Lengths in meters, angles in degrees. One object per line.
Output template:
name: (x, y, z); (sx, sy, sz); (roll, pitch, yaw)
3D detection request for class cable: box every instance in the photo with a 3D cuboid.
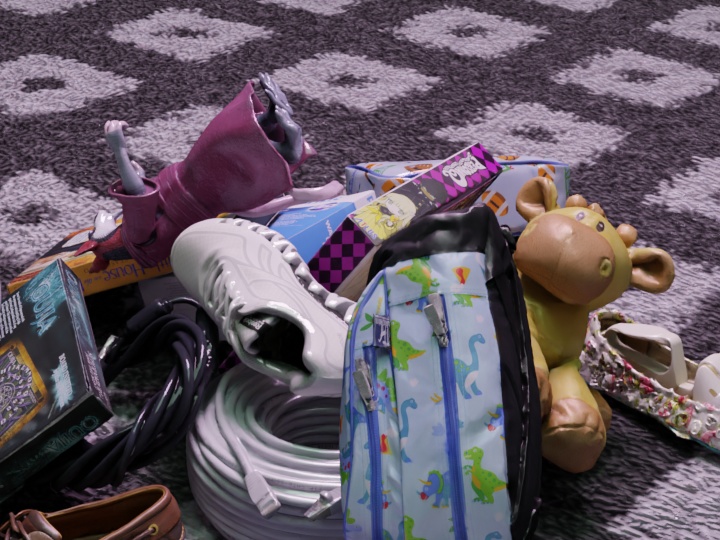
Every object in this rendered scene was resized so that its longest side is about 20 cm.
cable: (-0.171, 0.087, 1.120); (0.163, 0.051, 0.200); (-26, 23, 6)
cable: (-0.019, 0.122, 1.109); (0.199, 0.069, 0.200); (-12, 29, -29)

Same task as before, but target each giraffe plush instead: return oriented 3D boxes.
giraffe plush: (0.134, 0.027, 1.156); (0.172, 0.162, 0.200); (34, 5, -10)

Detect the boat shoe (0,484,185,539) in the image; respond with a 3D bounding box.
boat shoe: (-0.201, 0.175, 0.983); (0.199, 0.068, 0.072); (-11, 29, -25)

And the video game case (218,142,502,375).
video game case: (0.000, 0.000, 1.229); (0.036, 0.200, 0.181); (49, 40, 9)

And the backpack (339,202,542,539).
backpack: (0.049, 0.088, 0.969); (0.153, 0.163, 0.201); (-16, 66, -4)

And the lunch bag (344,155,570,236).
lunch bag: (0.089, -0.066, 1.469); (0.199, 0.076, 0.160); (-2, 6, -13)

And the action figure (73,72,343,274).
action figure: (-0.124, -0.054, 1.217); (0.149, 0.200, 0.134); (51, 8, 5)

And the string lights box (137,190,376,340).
string lights box: (-0.075, -0.005, 1.334); (0.103, 0.059, 0.200); (-5, 17, 38)

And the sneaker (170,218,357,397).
sneaker: (-0.068, 0.024, 1.104); (0.200, 0.075, 0.081); (33, 27, 35)

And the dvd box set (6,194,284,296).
dvd box set: (-0.172, -0.023, 1.330); (0.199, 0.029, 0.146); (-15, 15, 18)

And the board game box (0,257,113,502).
board game box: (-0.244, 0.081, 1.135); (0.135, 0.028, 0.200); (-36, 31, 4)

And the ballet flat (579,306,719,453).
ballet flat: (0.240, 0.084, 1.215); (0.200, 0.064, 0.076); (25, 33, 36)
